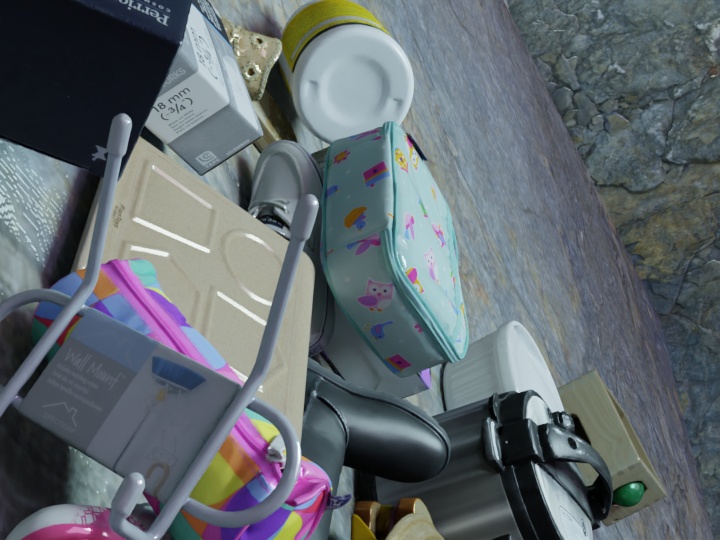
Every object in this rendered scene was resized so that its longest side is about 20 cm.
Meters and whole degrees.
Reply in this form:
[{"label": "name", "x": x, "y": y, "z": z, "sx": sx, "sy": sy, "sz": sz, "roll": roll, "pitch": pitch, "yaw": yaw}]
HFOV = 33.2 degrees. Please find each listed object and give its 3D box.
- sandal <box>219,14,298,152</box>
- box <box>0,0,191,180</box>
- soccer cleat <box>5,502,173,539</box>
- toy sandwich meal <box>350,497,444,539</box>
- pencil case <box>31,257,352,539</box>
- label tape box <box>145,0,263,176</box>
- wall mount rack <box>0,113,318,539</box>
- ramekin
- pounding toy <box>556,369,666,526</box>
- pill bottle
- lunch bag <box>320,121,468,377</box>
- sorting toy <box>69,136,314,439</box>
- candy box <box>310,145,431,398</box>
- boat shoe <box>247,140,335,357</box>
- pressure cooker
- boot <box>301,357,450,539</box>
[{"label": "sandal", "x": -0.094, "y": -0.180, "z": 1.070, "sx": 0.212, "sy": 0.069, "sz": 0.078, "roll": 51, "pitch": 26, "yaw": -43}, {"label": "box", "x": -0.174, "y": -0.168, "z": 0.686, "sx": 0.148, "sy": 0.104, "sz": 0.200, "roll": 20, "pitch": 39, "yaw": -19}, {"label": "soccer cleat", "x": -0.126, "y": 0.157, "z": 0.648, "sx": 0.200, "sy": 0.070, "sz": 0.086, "roll": 48, "pitch": 10, "yaw": -50}, {"label": "toy sandwich meal", "x": 0.015, "y": 0.266, "z": 0.899, "sx": 0.205, "sy": 0.070, "sz": 0.206, "roll": 3, "pitch": 90, "yaw": -67}, {"label": "pencil case", "x": -0.096, "y": 0.076, "z": 0.648, "sx": 0.200, "sy": 0.088, "sz": 0.088, "roll": 43, "pitch": 6, "yaw": 27}, {"label": "label tape box", "x": -0.159, "y": -0.179, "z": 0.864, "sx": 0.200, "sy": 0.063, "sz": 0.145, "roll": 43, "pitch": 21, "yaw": -55}, {"label": "wall mount rack", "x": -0.107, "y": 0.029, "z": 0.585, "sx": 0.174, "sy": 0.200, "sz": 0.075, "roll": -58, "pitch": 157, "yaw": -17}, {"label": "ramekin", "x": 0.170, "y": 0.166, "z": 1.403, "sx": 0.203, "sy": 0.094, "sz": 0.203, "roll": 53, "pitch": 24, "yaw": -37}, {"label": "pounding toy", "x": 0.326, "y": 0.275, "z": 1.707, "sx": 0.184, "sy": 0.142, "sz": 0.200, "roll": 46, "pitch": 18, "yaw": -50}, {"label": "pill bottle", "x": -0.021, "y": -0.200, "z": 1.176, "sx": 0.115, "sy": 0.114, "sz": 0.200, "roll": 60, "pitch": 3, "yaw": -25}, {"label": "lunch bag", "x": 0.034, "y": -0.019, "z": 1.026, "sx": 0.161, "sy": 0.077, "sz": 0.200, "roll": 52, "pitch": 27, "yaw": -39}, {"label": "sorting toy", "x": -0.109, "y": 0.010, "z": 0.828, "sx": 0.200, "sy": 0.036, "sz": 0.185, "roll": 40, "pitch": 31, "yaw": -27}, {"label": "candy box", "x": 0.000, "y": 0.000, "z": 1.140, "sx": 0.168, "sy": 0.071, "sz": 0.200, "roll": 56, "pitch": 23, "yaw": -34}, {"label": "boat shoe", "x": -0.065, "y": -0.030, "z": 1.001, "sx": 0.070, "sy": 0.071, "sz": 0.201, "roll": 44, "pitch": 37, "yaw": -57}, {"label": "pressure cooker", "x": 0.119, "y": 0.197, "z": 1.059, "sx": 0.179, "sy": 0.199, "sz": 0.176, "roll": 68, "pitch": 18, "yaw": -3}, {"label": "boot", "x": -0.020, "y": 0.148, "z": 0.845, "sx": 0.164, "sy": 0.066, "sz": 0.200, "roll": 24, "pitch": 22, "yaw": -2}]
